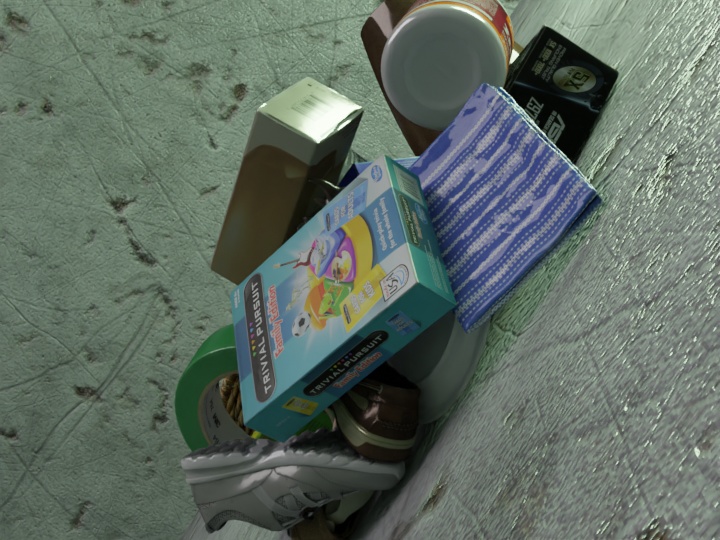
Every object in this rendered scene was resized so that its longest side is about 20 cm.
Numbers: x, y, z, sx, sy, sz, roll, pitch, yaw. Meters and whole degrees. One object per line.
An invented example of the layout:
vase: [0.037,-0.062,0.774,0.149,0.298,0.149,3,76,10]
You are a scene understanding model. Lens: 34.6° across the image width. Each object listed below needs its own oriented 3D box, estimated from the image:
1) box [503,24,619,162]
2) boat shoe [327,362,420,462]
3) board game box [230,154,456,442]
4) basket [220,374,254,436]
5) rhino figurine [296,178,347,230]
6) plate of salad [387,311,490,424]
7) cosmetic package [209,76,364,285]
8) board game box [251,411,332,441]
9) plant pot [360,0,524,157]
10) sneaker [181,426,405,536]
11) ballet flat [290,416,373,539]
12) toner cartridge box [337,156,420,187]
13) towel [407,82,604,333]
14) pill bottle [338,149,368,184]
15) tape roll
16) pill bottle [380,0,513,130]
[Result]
box: [0.139,-0.104,1.100,0.200,0.086,0.164,-60,4,-19]
boat shoe: [-0.005,0.082,0.986,0.202,0.075,0.075,38,118,51]
board game box: [-0.023,0.023,0.950,0.200,0.047,0.151,-41,39,25]
basket: [-0.077,0.115,1.374,0.143,0.149,0.200,-69,-5,-70]
rhino figurine: [0.000,0.000,1.100,0.087,0.200,0.060,-26,16,14]
plate of salad: [0.067,0.031,0.983,0.200,0.048,0.200,-35,51,57]
cosmetic package: [-0.075,-0.080,1.154,0.105,0.071,0.200,-45,-18,-50]
board game box: [-0.043,0.162,1.221,0.200,0.102,0.048,-55,6,44]
plant pot: [0.098,-0.226,1.324,0.187,0.200,0.187,-38,-8,-6]
sneaker: [-0.052,0.182,0.978,0.075,0.200,0.082,-21,-78,-64]
ballet flat: [0.001,0.161,1.030,0.072,0.068,0.200,-16,38,54]
toner cartridge box: [0.066,-0.080,1.229,0.200,0.043,0.095,-9,-23,-31]
towel: [0.095,-0.057,0.917,0.145,0.024,0.200,-47,35,13]
pill bottle: [-0.008,-0.068,1.307,0.111,0.200,0.111,-42,29,29]
tape roll: [-0.082,0.143,1.142,0.200,0.200,0.048,-56,4,36]
pill bottle: [0.088,-0.211,1.100,0.113,0.113,0.200,-57,4,25]
